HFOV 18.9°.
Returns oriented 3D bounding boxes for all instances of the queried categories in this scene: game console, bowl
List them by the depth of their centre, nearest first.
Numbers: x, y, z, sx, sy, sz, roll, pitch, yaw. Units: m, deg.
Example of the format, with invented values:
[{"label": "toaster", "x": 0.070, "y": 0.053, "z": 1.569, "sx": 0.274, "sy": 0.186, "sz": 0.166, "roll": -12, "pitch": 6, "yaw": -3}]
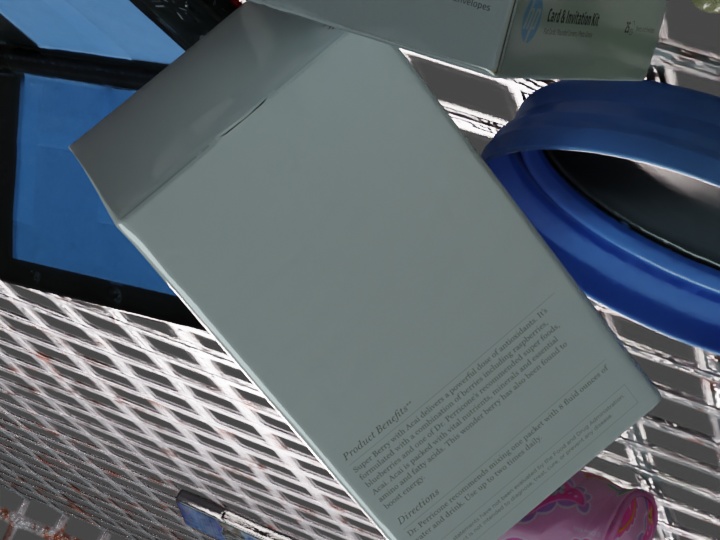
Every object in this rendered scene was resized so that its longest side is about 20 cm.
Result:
[{"label": "bowl", "x": 0.145, "y": -0.016, "z": 0.880, "sx": 0.200, "sy": 0.039, "sz": 0.201, "roll": 23, "pitch": 165, "yaw": 6}, {"label": "game console", "x": -0.134, "y": -0.070, "z": 0.978, "sx": 0.200, "sy": 0.119, "sz": 0.172, "roll": 11, "pitch": 160, "yaw": 40}]

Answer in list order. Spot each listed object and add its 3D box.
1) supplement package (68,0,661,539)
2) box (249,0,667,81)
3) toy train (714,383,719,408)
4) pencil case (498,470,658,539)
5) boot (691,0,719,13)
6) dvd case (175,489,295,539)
[{"label": "supplement package", "x": 0.000, "y": 0.000, "z": 0.849, "sx": 0.200, "sy": 0.121, "sz": 0.120, "roll": 52, "pitch": 178, "yaw": -23}, {"label": "box", "x": -0.016, "y": -0.106, "z": 0.703, "sx": 0.200, "sy": 0.041, "sz": 0.156, "roll": 20, "pitch": -168, "yaw": 21}, {"label": "toy train", "x": 0.257, "y": 0.095, "z": 0.962, "sx": 0.200, "sy": 0.056, "sz": 0.150, "roll": 13, "pitch": 170, "yaw": -1}, {"label": "pencil case", "x": 0.104, "y": 0.162, "z": 1.456, "sx": 0.200, "sy": 0.088, "sz": 0.087, "roll": 14, "pitch": 161, "yaw": 31}, {"label": "boot", "x": 0.060, "y": -0.130, "z": 0.558, "sx": 0.155, "sy": 0.073, "sz": 0.200, "roll": 25, "pitch": 170, "yaw": 3}, {"label": "dvd case", "x": -0.102, "y": 0.295, "z": 2.336, "sx": 0.200, "sy": 0.018, "sz": 0.143, "roll": 24, "pitch": 164, "yaw": 7}]
